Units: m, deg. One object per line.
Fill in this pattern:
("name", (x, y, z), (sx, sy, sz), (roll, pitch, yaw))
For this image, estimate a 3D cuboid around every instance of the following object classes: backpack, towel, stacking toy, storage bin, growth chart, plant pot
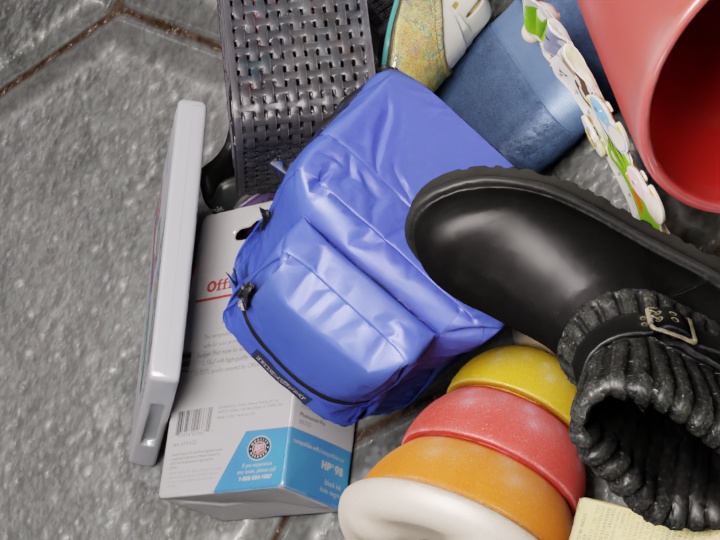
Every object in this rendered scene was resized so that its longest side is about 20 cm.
("backpack", (0.000, 0.000, 1.161), (0.168, 0.163, 0.200), (-43, -1, -23))
("towel", (0.116, -0.121, 1.247), (0.200, 0.048, 0.112), (-42, 47, 18))
("stacking toy", (0.087, 0.096, 1.138), (0.146, 0.146, 0.201), (-1, 51, 42))
("storage bin", (-0.046, -0.161, 1.269), (0.093, 0.135, 0.201), (-6, 74, -4))
("growth chart", (0.137, -0.079, 1.118), (0.018, 0.145, 0.201), (-26, 76, 3))
("plant pot", (0.205, -0.162, 1.076), (0.200, 0.200, 0.178), (-42, 47, 19))

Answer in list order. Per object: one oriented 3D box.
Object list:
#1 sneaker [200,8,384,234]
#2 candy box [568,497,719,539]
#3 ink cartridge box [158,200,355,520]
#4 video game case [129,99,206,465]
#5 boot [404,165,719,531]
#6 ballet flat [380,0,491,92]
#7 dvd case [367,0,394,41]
("sneaker", (-0.040, -0.118, 1.357), (0.076, 0.087, 0.201), (26, 88, 46))
("candy box", (0.211, 0.167, 0.971), (0.199, 0.115, 0.056), (6, 75, 44))
("ink cartridge box", (-0.060, 0.059, 1.304), (0.115, 0.067, 0.201), (-10, 64, 40))
("video game case", (-0.133, 0.012, 1.348), (0.182, 0.024, 0.201), (114, 162, -65))
("boot", (0.110, 0.034, 0.981), (0.158, 0.210, 0.080), (-65, -7, -53))
("ballet flat", (0.056, -0.186, 1.269), (0.070, 0.071, 0.201), (-17, 49, 36))
("dvd case", (0.041, -0.252, 1.375), (0.148, 0.016, 0.200), (-36, 49, 3))
